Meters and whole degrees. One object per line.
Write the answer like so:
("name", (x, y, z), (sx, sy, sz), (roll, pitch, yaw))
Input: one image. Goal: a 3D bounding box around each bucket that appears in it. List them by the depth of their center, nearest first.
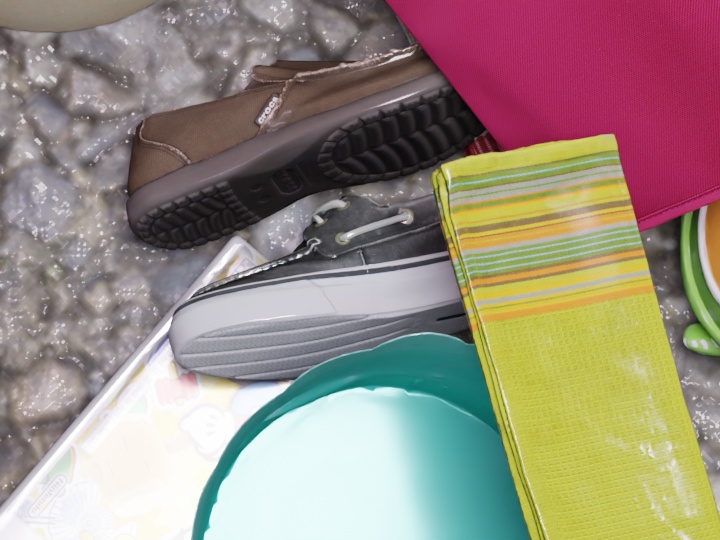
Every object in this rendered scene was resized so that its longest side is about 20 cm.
("bucket", (0.018, 0.133, 1.231), (0.207, 0.135, 0.207), (1, 83, -6))

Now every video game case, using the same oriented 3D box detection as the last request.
("video game case", (-0.055, 0.115, 1.310), (0.182, 0.023, 0.200), (40, 79, 3))

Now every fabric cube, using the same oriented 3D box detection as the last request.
("fabric cube", (0.147, -0.161, 1.237), (0.199, 0.196, 0.200), (50, 56, -9))

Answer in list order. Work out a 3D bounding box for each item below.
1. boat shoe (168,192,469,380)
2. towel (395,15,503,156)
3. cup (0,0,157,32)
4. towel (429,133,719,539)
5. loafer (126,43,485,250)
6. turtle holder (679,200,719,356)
("boat shoe", (0.000, 0.000, 1.298), (0.200, 0.072, 0.071), (-11, 67, -19))
("towel", (0.101, -0.117, 1.363), (0.144, 0.023, 0.200), (-26, 84, -10))
("cup", (-0.152, -0.228, 1.303), (0.200, 0.143, 0.200), (1, 80, -3))
("towel", (0.096, 0.041, 1.177), (0.086, 0.018, 0.200), (-13, 80, -14))
("loafer", (-0.024, -0.078, 1.312), (0.200, 0.073, 0.071), (-19, 64, 0))
("turtle holder", (0.249, -0.005, 1.292), (0.185, 0.132, 0.141), (30, 73, -10))
